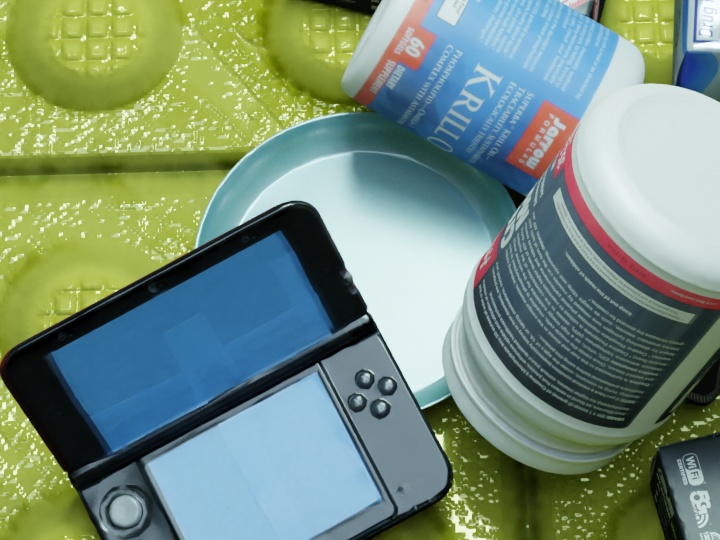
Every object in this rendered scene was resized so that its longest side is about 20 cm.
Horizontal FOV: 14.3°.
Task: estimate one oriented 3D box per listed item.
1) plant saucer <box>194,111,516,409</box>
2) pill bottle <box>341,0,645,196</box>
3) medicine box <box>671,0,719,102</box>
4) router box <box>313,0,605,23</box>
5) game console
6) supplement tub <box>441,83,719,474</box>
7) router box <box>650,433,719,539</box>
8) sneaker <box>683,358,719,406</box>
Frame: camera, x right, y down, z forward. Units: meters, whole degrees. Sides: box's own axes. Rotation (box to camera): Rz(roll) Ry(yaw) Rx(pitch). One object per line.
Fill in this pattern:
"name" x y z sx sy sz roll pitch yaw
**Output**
"plant saucer" 0.000 0.000 1.719 0.200 0.027 0.200 0 68 1
"pill bottle" 0.099 -0.107 1.701 0.200 0.112 0.112 28 70 -4
"medicine box" 0.294 -0.186 1.747 0.200 0.103 0.182 4 67 4
"router box" 0.067 -0.228 1.794 0.200 0.062 0.150 13 67 7
"game console" -0.072 0.088 1.614 0.200 0.119 0.173 -28 75 0
"supplement tub" 0.142 0.007 1.588 0.140 0.200 0.140 17 45 -18
"router box" 0.261 0.180 1.606 0.150 0.062 0.200 -13 67 -5
"sneaker" 0.262 0.010 1.682 0.200 0.071 0.083 -39 69 -15
